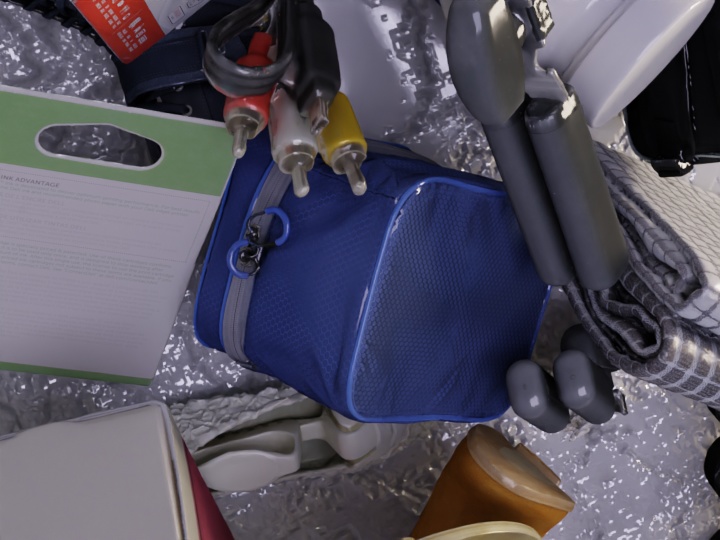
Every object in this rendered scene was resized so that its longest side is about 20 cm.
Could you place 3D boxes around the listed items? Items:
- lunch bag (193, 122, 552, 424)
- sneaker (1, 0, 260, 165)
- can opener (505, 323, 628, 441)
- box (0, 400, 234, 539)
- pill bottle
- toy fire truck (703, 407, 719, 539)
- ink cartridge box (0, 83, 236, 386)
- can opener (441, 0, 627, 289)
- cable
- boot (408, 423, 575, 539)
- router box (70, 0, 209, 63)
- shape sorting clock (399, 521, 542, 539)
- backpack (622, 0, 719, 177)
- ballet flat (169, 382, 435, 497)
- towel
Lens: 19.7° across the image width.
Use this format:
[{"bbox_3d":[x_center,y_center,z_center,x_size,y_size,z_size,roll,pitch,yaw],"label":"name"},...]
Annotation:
[{"bbox_3d":[0.000,0.000,1.114,0.199,0.132,0.137,9,100,-54],"label":"lunch bag"},{"bbox_3d":[-0.137,-0.120,1.076,0.200,0.077,0.148,-5,90,-17],"label":"sneaker"},{"bbox_3d":[0.116,0.062,1.173,0.052,0.200,0.067,-14,83,11],"label":"can opener"},{"bbox_3d":[-0.135,0.167,1.088,0.127,0.110,0.200,-13,152,1],"label":"box"},{"bbox_3d":[0.084,-0.177,1.084,0.116,0.116,0.200,-44,82,-2],"label":"pill bottle"},{"bbox_3d":[0.319,0.131,1.298,0.198,0.129,0.178,-5,107,-6],"label":"toy fire truck"},{"bbox_3d":[-0.154,-0.026,1.079,0.144,0.048,0.201,8,132,-19],"label":"ink cartridge box"},{"bbox_3d":[0.080,-0.067,1.032,0.067,0.052,0.201,-53,134,-31],"label":"can opener"},{"bbox_3d":[-0.043,-0.124,1.056,0.096,0.201,0.050,18,131,-24],"label":"cable"},{"bbox_3d":[0.052,0.163,1.175,0.071,0.201,0.144,41,91,11],"label":"boot"},{"bbox_3d":[-0.063,-0.179,0.940,0.179,0.200,0.049,-38,89,-1],"label":"router box"},{"bbox_3d":[0.009,0.190,1.099,0.199,0.039,0.200,-26,155,-13],"label":"shape sorting clock"},{"bbox_3d":[0.221,-0.169,1.142,0.150,0.177,0.202,-24,105,-36],"label":"backpack"},{"bbox_3d":[-0.033,0.099,1.193,0.198,0.072,0.072,-14,109,-14],"label":"ballet flat"},{"bbox_3d":[0.190,0.016,1.168,0.165,0.200,0.086,21,108,-28],"label":"towel"}]
